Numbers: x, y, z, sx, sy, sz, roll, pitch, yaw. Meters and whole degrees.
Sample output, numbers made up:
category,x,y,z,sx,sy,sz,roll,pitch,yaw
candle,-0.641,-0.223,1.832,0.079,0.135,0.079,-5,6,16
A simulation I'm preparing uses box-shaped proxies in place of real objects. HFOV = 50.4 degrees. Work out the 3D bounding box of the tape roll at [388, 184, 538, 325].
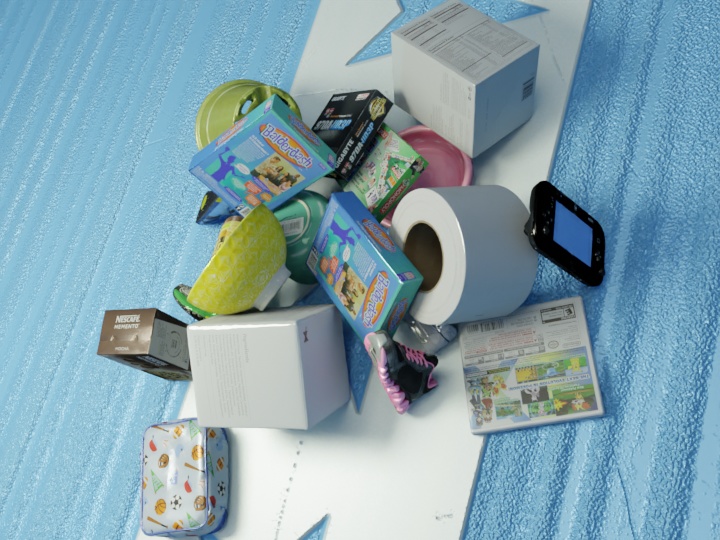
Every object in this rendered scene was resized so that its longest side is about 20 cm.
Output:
category,x,y,z,sx,sy,sz,roll,pitch,yaw
tape roll,0.149,-0.026,1.154,0.202,0.138,0.205,15,108,59

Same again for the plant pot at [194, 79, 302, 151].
category,x,y,z,sx,sy,sz,roll,pitch,yaw
plant pot,-0.187,-0.257,1.378,0.201,0.199,0.190,-59,18,-7

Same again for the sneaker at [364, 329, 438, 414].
category,x,y,z,sx,sy,sz,roll,pitch,yaw
sneaker,0.068,0.140,1.156,0.095,0.201,0.079,-24,54,0

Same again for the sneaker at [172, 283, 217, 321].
category,x,y,z,sx,sy,sz,roll,pitch,yaw
sneaker,-0.257,0.064,1.407,0.198,0.078,0.086,19,71,20

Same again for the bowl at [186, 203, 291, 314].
category,x,y,z,sx,sy,sz,roll,pitch,yaw
bowl,-0.176,0.002,1.236,0.107,0.200,0.201,37,87,-3

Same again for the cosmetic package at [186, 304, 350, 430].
category,x,y,z,sx,sy,sz,roll,pitch,yaw
cosmetic package,-0.144,0.150,1.229,0.198,0.167,0.168,-4,95,23

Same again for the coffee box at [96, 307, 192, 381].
category,x,y,z,sx,sy,sz,roll,pitch,yaw
coffee box,-0.346,0.134,1.338,0.112,0.200,0.081,-2,69,23

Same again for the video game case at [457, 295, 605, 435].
category,x,y,z,sx,sy,sz,roll,pitch,yaw
video game case,0.254,0.145,1.163,0.198,0.022,0.184,-13,65,19

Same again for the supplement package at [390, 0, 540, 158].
category,x,y,z,sx,sy,sz,roll,pitch,yaw
supplement package,0.172,-0.327,1.288,0.150,0.152,0.200,-35,56,-21

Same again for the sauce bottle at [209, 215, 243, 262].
category,x,y,z,sx,sy,sz,roll,pitch,yaw
sauce bottle,-0.239,-0.016,1.386,0.064,0.065,0.201,-15,39,19

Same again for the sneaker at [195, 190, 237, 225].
category,x,y,z,sx,sy,sz,roll,pitch,yaw
sneaker,-0.255,-0.123,1.456,0.200,0.078,0.067,-28,48,55

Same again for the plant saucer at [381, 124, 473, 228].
category,x,y,z,sx,sy,sz,roll,pitch,yaw
plant saucer,0.103,-0.154,1.335,0.199,0.051,0.203,-10,66,22

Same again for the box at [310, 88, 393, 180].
category,x,y,z,sx,sy,sz,roll,pitch,yaw
box,-0.038,-0.245,1.382,0.160,0.046,0.200,-58,26,-4

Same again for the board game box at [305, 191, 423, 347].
category,x,y,z,sx,sy,sz,roll,pitch,yaw
board game box,0.000,0.000,1.194,0.200,0.045,0.153,53,136,29

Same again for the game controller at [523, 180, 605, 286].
category,x,y,z,sx,sy,sz,roll,pitch,yaw
game controller,0.305,-0.052,1.121,0.042,0.199,0.105,1,71,46

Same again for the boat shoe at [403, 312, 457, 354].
category,x,y,z,sx,sy,sz,roll,pitch,yaw
boat shoe,0.069,0.055,1.252,0.067,0.074,0.200,-45,59,2

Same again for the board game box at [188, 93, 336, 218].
category,x,y,z,sx,sy,sz,roll,pitch,yaw
board game box,-0.162,-0.179,1.271,0.199,0.152,0.045,-28,37,29

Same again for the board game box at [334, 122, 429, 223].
category,x,y,z,sx,sy,sz,roll,pitch,yaw
board game box,0.026,-0.176,1.311,0.135,0.029,0.200,-49,35,10

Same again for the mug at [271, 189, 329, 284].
category,x,y,z,sx,sy,sz,roll,pitch,yaw
mug,-0.094,-0.078,1.356,0.152,0.114,0.186,37,88,31

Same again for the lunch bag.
category,x,y,z,sx,sy,sz,roll,pitch,yaw
lunch bag,-0.306,0.350,1.309,0.159,0.075,0.202,-14,66,22
